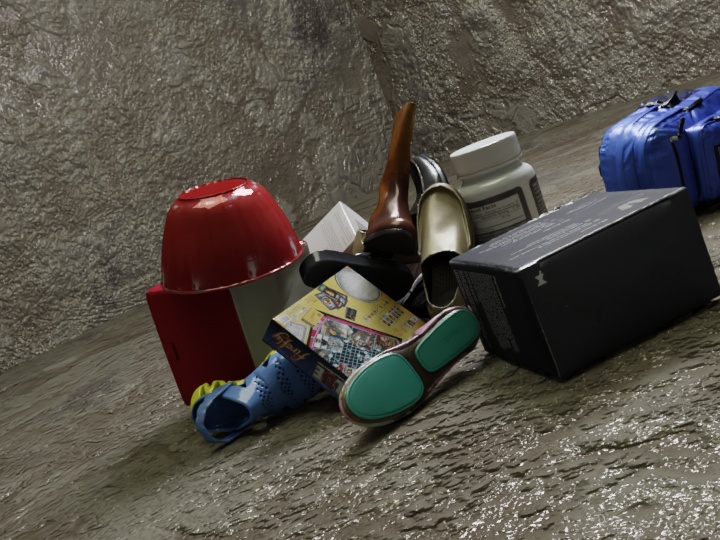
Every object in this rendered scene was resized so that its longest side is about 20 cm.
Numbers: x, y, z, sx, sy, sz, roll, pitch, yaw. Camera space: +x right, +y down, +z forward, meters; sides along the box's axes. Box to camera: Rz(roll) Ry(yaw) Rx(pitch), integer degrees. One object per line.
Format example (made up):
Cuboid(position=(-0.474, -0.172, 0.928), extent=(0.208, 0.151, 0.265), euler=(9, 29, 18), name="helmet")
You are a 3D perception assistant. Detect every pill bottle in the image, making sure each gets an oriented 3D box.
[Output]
Cuboid(position=(0.197, -0.077, 1.262), extent=(0.111, 0.203, 0.113), euler=(-19, 9, 3), name="pill bottle")

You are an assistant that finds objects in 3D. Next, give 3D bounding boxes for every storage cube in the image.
Cuboid(position=(-0.163, 0.073, 1.304), extent=(0.177, 0.204, 0.170), euler=(-6, 16, 41), name="storage cube")

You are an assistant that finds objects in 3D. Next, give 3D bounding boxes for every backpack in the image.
Cuboid(position=(0.440, -0.161, 1.296), extent=(0.198, 0.165, 0.167), euler=(-25, 12, -26), name="backpack")

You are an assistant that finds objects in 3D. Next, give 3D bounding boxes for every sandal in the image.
Cuboid(position=(-0.124, 0.156, 1.126), extent=(0.198, 0.080, 0.087), euler=(-29, 12, 12), name="sandal")
Cuboid(position=(0.000, -0.001, 1.282), extent=(0.198, 0.043, 0.076), euler=(17, -52, -43), name="sandal")

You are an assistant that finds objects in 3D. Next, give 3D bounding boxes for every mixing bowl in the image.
Cuboid(position=(-0.179, -0.056, 1.218), extent=(0.196, 0.111, 0.201), euler=(-11, 17, 3), name="mixing bowl")

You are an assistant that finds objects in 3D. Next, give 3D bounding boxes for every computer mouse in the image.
Cuboid(position=(0.118, 0.027, 1.318), extent=(0.140, 0.046, 0.199), euler=(-46, 9, -24), name="computer mouse")

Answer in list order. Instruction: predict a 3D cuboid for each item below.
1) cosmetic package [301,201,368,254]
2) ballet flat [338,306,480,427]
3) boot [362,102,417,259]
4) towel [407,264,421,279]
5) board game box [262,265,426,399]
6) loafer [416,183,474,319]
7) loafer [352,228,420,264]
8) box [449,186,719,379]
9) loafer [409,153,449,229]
Cuboid(position=(-0.062, 0.006, 1.455), extent=(0.200, 0.084, 0.108), euler=(-45, 38, 16), name="cosmetic package")
Cuboid(position=(0.049, 0.107, 0.987), extent=(0.199, 0.070, 0.071), euler=(-35, -4, -31), name="ballet flat")
Cuboid(position=(0.057, -0.122, 1.240), extent=(0.067, 0.204, 0.188), euler=(13, -4, 0), name="boot")
Cuboid(position=(0.065, 0.007, 1.481), extent=(0.199, 0.030, 0.147), euler=(-34, -15, -37), name="towel")
Cuboid(position=(-0.014, 0.075, 1.135), extent=(0.200, 0.135, 0.035), euler=(-35, -22, -58), name="board game box")
Cuboid(position=(0.111, -0.024, 1.189), extent=(0.074, 0.204, 0.068), euler=(-10, -19, 10), name="loafer")
Cuboid(position=(0.079, -0.047, 1.349), extent=(0.196, 0.070, 0.076), euler=(-14, 11, -1), name="loafer")
Cuboid(position=(0.225, 0.006, 0.968), extent=(0.194, 0.119, 0.200), euler=(-25, 8, -11), name="box")
Cuboid(position=(0.095, -0.085, 1.293), extent=(0.071, 0.073, 0.202), euler=(-16, 49, -4), name="loafer")
